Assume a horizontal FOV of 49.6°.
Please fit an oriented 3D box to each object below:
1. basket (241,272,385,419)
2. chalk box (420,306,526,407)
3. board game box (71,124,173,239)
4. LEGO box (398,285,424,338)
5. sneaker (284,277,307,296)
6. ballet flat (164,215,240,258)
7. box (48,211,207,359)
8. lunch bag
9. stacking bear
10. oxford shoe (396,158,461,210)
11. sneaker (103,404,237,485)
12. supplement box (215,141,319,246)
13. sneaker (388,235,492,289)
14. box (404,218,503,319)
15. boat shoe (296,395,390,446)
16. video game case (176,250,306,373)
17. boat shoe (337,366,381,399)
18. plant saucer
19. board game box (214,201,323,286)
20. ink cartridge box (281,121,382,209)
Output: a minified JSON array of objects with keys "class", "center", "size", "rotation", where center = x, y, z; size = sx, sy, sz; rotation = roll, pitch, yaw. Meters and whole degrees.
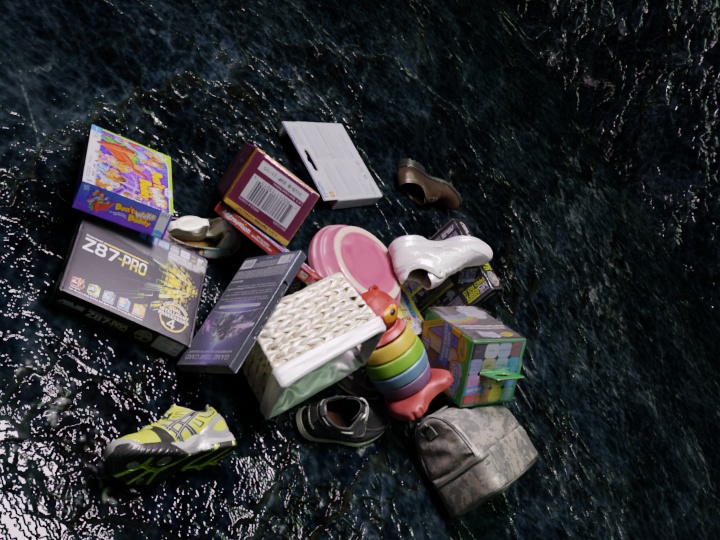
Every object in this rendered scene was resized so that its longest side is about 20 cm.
[{"class":"basket","center":[-0.082,0.109,1.177],"size":[0.197,0.136,0.124],"rotation":[-26,70,-30]},{"class":"chalk box","center":[0.204,0.158,1.375],"size":[0.122,0.127,0.200],"rotation":[2,19,-28]},{"class":"board game box","center":[-0.352,-0.135,1.166],"size":[0.132,0.045,0.201],"rotation":[21,25,-26]},{"class":"LEGO box","center":[0.017,0.057,1.438],"size":[0.147,0.077,0.203],"rotation":[-11,66,-52]},{"class":"sneaker","center":[-0.138,0.029,1.266],"size":[0.084,0.079,0.198],"rotation":[34,28,24]},{"class":"ballet flat","center":[-0.253,-0.059,1.246],"size":[0.198,0.071,0.070],"rotation":[-3,64,-50]},{"class":"box","center":[-0.324,0.016,1.112],"size":[0.198,0.049,0.164],"rotation":[29,41,-27]},{"class":"lunch bag","center":[0.194,0.303,1.350],"size":[0.198,0.139,0.170],"rotation":[-13,67,-53]},{"class":"stacking bear","center":[0.049,0.125,1.278],"size":[0.121,0.113,0.203],"rotation":[-38,110,-34]},{"class":"oxford shoe","center":[0.160,-0.181,1.848],"size":[0.197,0.072,0.086],"rotation":[24,57,-29]},{"class":"sneaker","center":[-0.249,0.219,0.998],"size":[0.198,0.075,0.077],"rotation":[11,41,-57]},{"class":"supplement box","center":[-0.161,-0.133,1.316],"size":[0.130,0.104,0.200],"rotation":[35,2,-19]},{"class":"sneaker","center":[0.147,-0.009,1.402],"size":[0.195,0.075,0.102],"rotation":[-1,61,-15]},{"class":"box","center":[0.162,0.023,1.525],"size":[0.044,0.200,0.162],"rotation":[-2,57,-51]},{"class":"boat shoe","center":[-0.012,0.236,1.246],"size":[0.198,0.067,0.073],"rotation":[12,47,-48]},{"class":"video game case","center":[-0.170,0.058,1.108],"size":[0.019,0.141,0.202],"rotation":[46,57,-29]},{"class":"boat shoe","center":[-0.029,0.149,1.316],"size":[0.199,0.057,0.068],"rotation":[37,36,-18]},{"class":"plant saucer","center":[0.000,0.000,1.360],"size":[0.198,0.051,0.204],"rotation":[28,42,-28]},{"class":"board game box","center":[-0.141,-0.038,1.255],"size":[0.199,0.020,0.103],"rotation":[38,1,12]},{"class":"ink cartridge box","center":[-0.067,-0.222,1.642],"size":[0.198,0.043,0.199],"rotation":[-10,67,-50]}]
